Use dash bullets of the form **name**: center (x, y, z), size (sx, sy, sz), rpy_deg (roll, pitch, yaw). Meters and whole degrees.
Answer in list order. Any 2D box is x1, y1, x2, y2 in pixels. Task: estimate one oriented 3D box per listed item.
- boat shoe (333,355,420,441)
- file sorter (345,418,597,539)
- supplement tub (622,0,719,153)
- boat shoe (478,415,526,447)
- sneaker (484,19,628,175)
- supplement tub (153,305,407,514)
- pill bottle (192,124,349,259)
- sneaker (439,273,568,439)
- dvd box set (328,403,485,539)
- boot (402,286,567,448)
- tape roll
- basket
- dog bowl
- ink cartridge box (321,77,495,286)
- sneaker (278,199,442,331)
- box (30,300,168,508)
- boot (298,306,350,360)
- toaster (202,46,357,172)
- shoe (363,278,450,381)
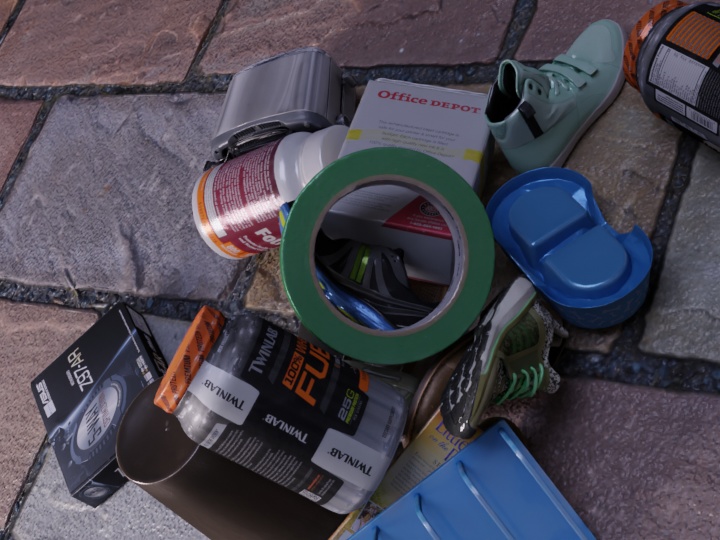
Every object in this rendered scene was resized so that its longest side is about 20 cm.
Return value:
- **boat shoe**: center (-0.035, 0.114, 1.221), size (0.199, 0.072, 0.062), rpy_deg (15, 57, 21)
- **file sorter**: center (0.086, 0.243, 1.028), size (0.200, 0.123, 0.139), rpy_deg (-38, 88, 0)
- **supplement tub**: center (0.348, -0.175, 1.169), size (0.123, 0.123, 0.200), rpy_deg (-47, 45, 1)
- **boat shoe**: center (0.077, 0.218, 1.155), size (0.073, 0.063, 0.201), rpy_deg (36, 90, 2)
- **sneaker**: center (0.204, -0.202, 1.294), size (0.074, 0.118, 0.201), rpy_deg (20, 73, 44)
- **supplement tub**: center (-0.070, 0.118, 1.090), size (0.123, 0.200, 0.123), rpy_deg (-59, 10, 18)
- **pill bottle**: center (-0.086, -0.089, 1.416), size (0.200, 0.114, 0.115), rpy_deg (-17, 52, 38)
- **sneaker**: center (0.138, 0.084, 1.100), size (0.077, 0.088, 0.200), rpy_deg (-57, -1, 44)
- **dvd box set**: center (0.067, 0.236, 1.105), size (0.146, 0.029, 0.200), rpy_deg (39, 89, 3)
- **boot**: center (0.118, 0.103, 1.180), size (0.075, 0.074, 0.200), rpy_deg (31, 70, 33)
- **tape roll**: center (0.024, -0.013, 1.164), size (0.201, 0.200, 0.048), rpy_deg (-52, 4, -4)
- **basket**: center (-0.131, 0.191, 1.221), size (0.180, 0.200, 0.136), rpy_deg (-15, 54, 27)
- **dog bowl**: center (0.203, -0.021, 1.209), size (0.111, 0.050, 0.200), rpy_deg (-32, 46, -6)
- **ink cartridge box**: center (0.053, -0.096, 1.298), size (0.145, 0.084, 0.200), rpy_deg (11, 53, 12)
- **sneaker**: center (0.000, 0.000, 1.221), size (0.199, 0.071, 0.083), rpy_deg (40, 79, 0)
- **box**: center (-0.298, 0.154, 1.477), size (0.160, 0.044, 0.200), rpy_deg (-41, 46, 6)
- **boot**: center (-0.013, 0.045, 1.317), size (0.073, 0.075, 0.201), rpy_deg (-6, 59, 32)
- **toaster**: center (-0.094, -0.182, 1.506), size (0.199, 0.114, 0.130), rpy_deg (-14, 50, 31)
- **shoe**: center (0.041, 0.089, 1.267), size (0.070, 0.053, 0.200), rpy_deg (16, 70, 33)
